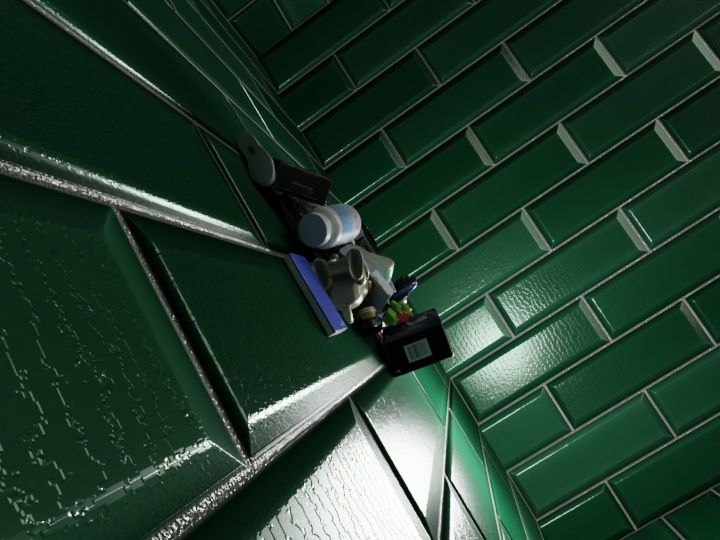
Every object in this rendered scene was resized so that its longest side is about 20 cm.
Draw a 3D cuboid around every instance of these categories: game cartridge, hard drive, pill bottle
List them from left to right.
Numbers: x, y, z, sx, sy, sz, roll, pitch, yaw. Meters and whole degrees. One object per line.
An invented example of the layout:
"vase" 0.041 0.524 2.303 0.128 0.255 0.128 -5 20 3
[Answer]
"hard drive" -0.102 0.056 1.203 0.202 0.025 0.132 59 6 7
"pill bottle" -0.081 -0.115 1.365 0.110 0.108 0.200 57 24 4
"game cartridge" 0.001 0.029 1.518 0.199 0.134 0.041 40 47 9

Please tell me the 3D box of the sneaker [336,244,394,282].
"sneaker" 0.000 0.000 1.570 0.197 0.120 0.074 21 33 20

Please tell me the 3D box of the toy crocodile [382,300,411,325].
"toy crocodile" 0.121 0.139 1.641 0.061 0.068 0.199 31 8 22

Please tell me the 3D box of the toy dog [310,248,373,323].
"toy dog" -0.026 0.036 1.396 0.200 0.138 0.197 20 47 -80

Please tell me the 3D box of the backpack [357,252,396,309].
"backpack" 0.016 0.025 1.698 0.201 0.146 0.183 51 5 -18

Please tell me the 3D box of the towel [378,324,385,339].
"towel" 0.089 0.221 1.840 0.202 0.030 0.147 56 7 -16

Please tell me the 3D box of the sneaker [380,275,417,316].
"sneaker" 0.128 0.093 1.739 0.078 0.200 0.076 30 37 -17

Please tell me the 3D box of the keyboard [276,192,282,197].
"keyboard" -0.167 -0.148 1.544 0.126 0.021 0.202 -7 63 -53

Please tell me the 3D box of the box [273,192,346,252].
"box" -0.138 -0.131 1.474 0.199 0.044 0.162 4 52 -60

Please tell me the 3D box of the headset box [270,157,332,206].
"headset box" -0.170 -0.243 1.427 0.146 0.079 0.200 16 12 -20

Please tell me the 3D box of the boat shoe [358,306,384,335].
"boat shoe" 0.031 0.157 1.510 0.200 0.073 0.063 69 5 -72

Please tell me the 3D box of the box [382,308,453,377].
"box" 0.175 0.225 1.657 0.200 0.193 0.119 -74 143 -82

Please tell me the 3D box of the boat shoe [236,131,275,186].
"boat shoe" -0.268 -0.287 1.388 0.201 0.071 0.068 54 5 32

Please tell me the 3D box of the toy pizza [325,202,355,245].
"toy pizza" -0.074 -0.156 1.674 0.201 0.032 0.200 51 -3 4

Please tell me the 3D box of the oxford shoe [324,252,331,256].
"oxford shoe" -0.122 -0.134 1.691 0.202 0.075 0.058 60 -25 -11

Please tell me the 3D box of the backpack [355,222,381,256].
"backpack" -0.012 -0.087 1.971 0.176 0.151 0.203 42 26 -74
